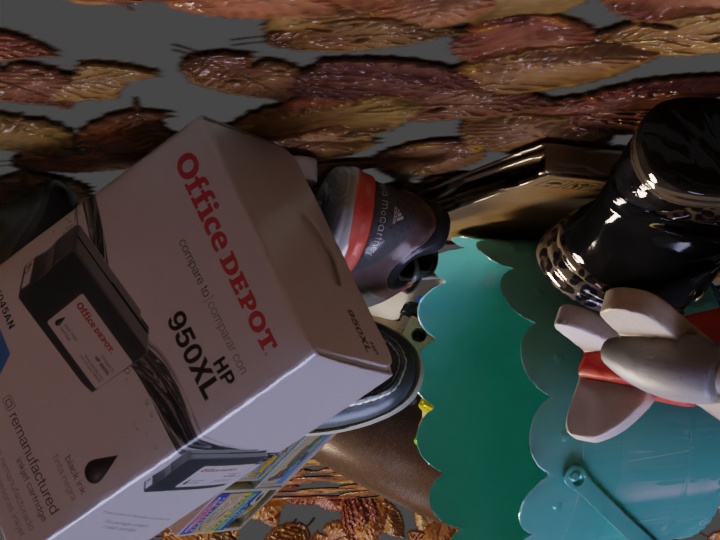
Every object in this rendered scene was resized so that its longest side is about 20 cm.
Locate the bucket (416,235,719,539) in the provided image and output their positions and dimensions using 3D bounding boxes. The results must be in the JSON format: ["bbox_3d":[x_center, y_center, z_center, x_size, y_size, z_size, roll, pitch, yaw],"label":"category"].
[{"bbox_3d":[0.124,0.077,1.246,0.135,0.207,0.207,-1,169,-16],"label":"bucket"}]

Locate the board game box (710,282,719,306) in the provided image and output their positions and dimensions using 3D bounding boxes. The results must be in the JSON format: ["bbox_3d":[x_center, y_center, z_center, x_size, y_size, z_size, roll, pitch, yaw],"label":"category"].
[{"bbox_3d":[0.210,0.068,1.467,0.152,0.045,0.200,0,-154,-17],"label":"board game box"}]

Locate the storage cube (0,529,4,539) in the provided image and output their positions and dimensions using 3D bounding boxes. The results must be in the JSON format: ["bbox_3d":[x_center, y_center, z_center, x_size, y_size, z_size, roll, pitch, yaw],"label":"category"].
[{"bbox_3d":[-0.268,0.138,1.218,0.180,0.171,0.200,5,-138,49],"label":"storage cube"}]

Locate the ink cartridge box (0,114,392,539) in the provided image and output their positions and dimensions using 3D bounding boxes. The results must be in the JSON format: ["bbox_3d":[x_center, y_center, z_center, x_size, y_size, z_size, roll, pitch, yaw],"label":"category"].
[{"bbox_3d":[-0.105,0.039,1.063,0.200,0.145,0.084,-35,157,19],"label":"ink cartridge box"}]

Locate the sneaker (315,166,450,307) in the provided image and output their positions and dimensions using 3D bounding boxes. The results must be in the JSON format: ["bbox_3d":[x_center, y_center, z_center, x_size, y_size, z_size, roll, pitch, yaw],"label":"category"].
[{"bbox_3d":[0.000,0.000,1.213,0.082,0.077,0.200,11,166,-12],"label":"sneaker"}]

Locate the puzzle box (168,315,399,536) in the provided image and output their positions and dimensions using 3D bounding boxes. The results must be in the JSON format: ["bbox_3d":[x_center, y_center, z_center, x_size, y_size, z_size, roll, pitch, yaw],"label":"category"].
[{"bbox_3d":[-0.046,0.109,1.480,0.200,0.025,0.133,-45,164,9],"label":"puzzle box"}]

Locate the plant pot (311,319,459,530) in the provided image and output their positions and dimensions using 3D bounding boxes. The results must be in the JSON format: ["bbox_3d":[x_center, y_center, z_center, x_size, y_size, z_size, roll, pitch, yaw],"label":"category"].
[{"bbox_3d":[0.043,0.100,1.603,0.200,0.187,0.187,13,169,1],"label":"plant pot"}]

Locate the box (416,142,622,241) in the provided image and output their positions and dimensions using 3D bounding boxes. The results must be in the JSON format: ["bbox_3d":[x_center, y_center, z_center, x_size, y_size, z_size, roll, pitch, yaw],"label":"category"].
[{"bbox_3d":[0.139,-0.038,1.229,0.200,0.021,0.163,4,167,-32],"label":"box"}]

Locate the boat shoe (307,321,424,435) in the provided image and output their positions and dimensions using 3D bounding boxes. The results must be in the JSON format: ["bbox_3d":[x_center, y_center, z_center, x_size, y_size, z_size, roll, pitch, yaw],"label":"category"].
[{"bbox_3d":[-0.066,0.045,1.153,0.200,0.073,0.062,8,167,11],"label":"boat shoe"}]

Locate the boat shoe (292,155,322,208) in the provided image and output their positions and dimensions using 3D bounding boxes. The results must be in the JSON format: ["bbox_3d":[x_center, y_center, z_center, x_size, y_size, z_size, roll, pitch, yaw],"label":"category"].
[{"bbox_3d":[-0.079,-0.015,1.186,0.074,0.060,0.200,2,168,-31],"label":"boat shoe"}]

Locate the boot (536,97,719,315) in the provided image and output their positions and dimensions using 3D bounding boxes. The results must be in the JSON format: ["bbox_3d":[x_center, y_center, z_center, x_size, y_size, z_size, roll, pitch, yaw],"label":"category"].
[{"bbox_3d":[0.204,-0.024,1.114,0.200,0.073,0.151,6,155,-22],"label":"boot"}]

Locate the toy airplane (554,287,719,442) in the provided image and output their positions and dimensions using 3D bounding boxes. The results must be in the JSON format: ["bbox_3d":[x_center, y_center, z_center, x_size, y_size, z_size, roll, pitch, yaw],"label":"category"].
[{"bbox_3d":[0.192,0.065,1.062,0.200,0.141,0.199,6,154,-12],"label":"toy airplane"}]

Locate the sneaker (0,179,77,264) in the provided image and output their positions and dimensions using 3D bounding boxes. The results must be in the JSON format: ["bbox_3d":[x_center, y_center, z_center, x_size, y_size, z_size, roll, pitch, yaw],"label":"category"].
[{"bbox_3d":[-0.245,-0.005,1.157,0.200,0.074,0.081,-24,123,18],"label":"sneaker"}]

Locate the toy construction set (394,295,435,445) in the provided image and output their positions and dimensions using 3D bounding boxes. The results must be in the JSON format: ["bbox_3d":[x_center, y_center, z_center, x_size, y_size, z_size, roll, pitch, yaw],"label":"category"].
[{"bbox_3d":[0.082,0.073,1.416,0.131,0.092,0.200,24,147,10],"label":"toy construction set"}]

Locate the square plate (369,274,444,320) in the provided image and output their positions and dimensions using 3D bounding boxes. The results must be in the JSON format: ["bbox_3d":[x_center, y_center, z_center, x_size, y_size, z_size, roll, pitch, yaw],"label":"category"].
[{"bbox_3d":[-0.044,0.011,1.428,0.198,0.028,0.200,1,169,-22],"label":"square plate"}]
